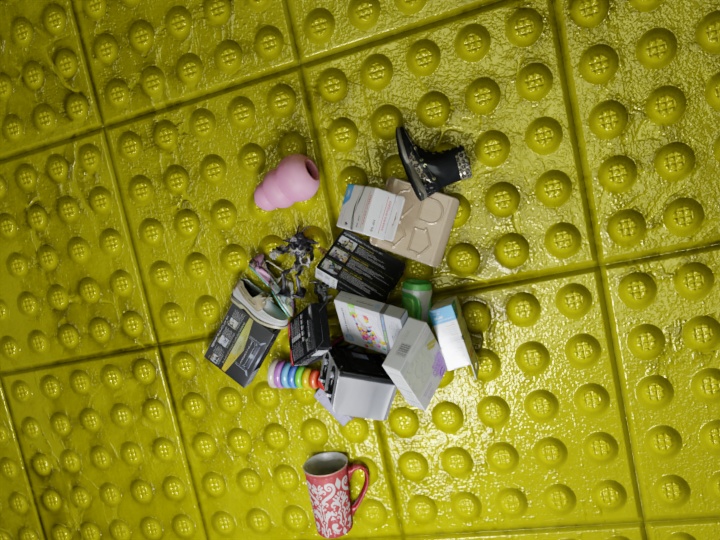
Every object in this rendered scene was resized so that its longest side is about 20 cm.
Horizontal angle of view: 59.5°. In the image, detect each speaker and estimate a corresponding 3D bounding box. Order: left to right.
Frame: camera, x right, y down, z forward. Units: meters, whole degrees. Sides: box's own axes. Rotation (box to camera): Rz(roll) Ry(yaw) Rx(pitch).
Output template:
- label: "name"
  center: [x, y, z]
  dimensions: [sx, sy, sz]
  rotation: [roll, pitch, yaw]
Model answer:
- label: "speaker"
  center: [0.146, 0.130, 1.664]
  dimensions: [0.087, 0.088, 0.205]
  rotation: [5, 101, 15]

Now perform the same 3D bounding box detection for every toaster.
- label: "toaster"
  center: [-0.003, 0.286, 1.630]
  dimensions: [0.196, 0.181, 0.121]
  rotation: [12, 102, -18]

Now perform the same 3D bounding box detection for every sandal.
- label: "sandal"
  center: [-0.068, 0.210, 1.750]
  dimensions: [0.197, 0.075, 0.046]
  rotation: [-22, 84, 21]

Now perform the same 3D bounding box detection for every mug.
- label: "mug"
  center: [-0.067, 0.643, 1.793]
  dimensions: [0.174, 0.133, 0.204]
  rotation: [-4, 102, 19]

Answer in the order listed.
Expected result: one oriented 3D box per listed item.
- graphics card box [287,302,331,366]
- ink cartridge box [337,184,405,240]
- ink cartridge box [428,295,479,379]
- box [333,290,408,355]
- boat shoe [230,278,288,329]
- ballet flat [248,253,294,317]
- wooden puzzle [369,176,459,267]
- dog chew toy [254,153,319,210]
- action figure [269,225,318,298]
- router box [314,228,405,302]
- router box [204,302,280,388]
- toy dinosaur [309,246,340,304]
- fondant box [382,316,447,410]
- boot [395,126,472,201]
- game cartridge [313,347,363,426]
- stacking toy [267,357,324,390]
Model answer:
- label: "graphics card box"
  center: [-0.141, 0.175, 1.696]
  dimensions: [0.050, 0.200, 0.128]
  rotation: [1, 69, -24]
- label: "ink cartridge box"
  center: [0.023, -0.149, 1.585]
  dimensions: [0.066, 0.199, 0.118]
  rotation: [15, 93, -29]
- label: "ink cartridge box"
  center: [0.244, 0.180, 1.627]
  dimensions: [0.066, 0.116, 0.204]
  rotation: [-18, 93, 17]
- label: "box"
  center: [0.036, 0.142, 1.619]
  dimensions: [0.197, 0.041, 0.158]
  rotation: [16, 138, 30]
- label: "boat shoe"
  center: [-0.284, 0.094, 1.782]
  dimensions: [0.198, 0.075, 0.069]
  rotation: [29, 113, 17]
- label: "ballet flat"
  center: [-0.234, 0.035, 1.777]
  dimensions: [0.071, 0.069, 0.201]
  rotation: [-39, 87, -1]
- label: "wooden puzzle"
  center: [0.141, -0.128, 1.647]
  dimensions: [0.196, 0.046, 0.189]
  rotation: [19, 104, 8]
- label: "dog chew toy"
  center: [-0.206, -0.227, 1.695]
  dimensions: [0.198, 0.124, 0.126]
  rotation: [-26, 91, 27]
- label: "action figure"
  center: [-0.179, -0.028, 1.710]
  dimensions: [0.116, 0.102, 0.205]
  rotation: [5, 85, 19]
- label: "router box"
  center: [0.000, 0.000, 1.658]
  dimensions: [0.198, 0.150, 0.051]
  rotation: [30, 151, 9]
- label: "router box"
  center: [-0.346, 0.214, 1.841]
  dimensions: [0.156, 0.052, 0.202]
  rotation: [35, 107, 9]
- label: "toy dinosaur"
  center: [-0.062, 0.033, 1.716]
  dimensions: [0.134, 0.103, 0.202]
  rotation: [-30, 71, -11]
- label: "fondant box"
  center: [0.142, 0.234, 1.568]
  dimensions: [0.057, 0.201, 0.146]
  rotation: [14, 60, 36]
- label: "boot"
  center: [0.181, -0.291, 1.595]
  dimensions: [0.151, 0.074, 0.207]
  rotation: [-20, 73, 0]
- label: "game cartridge"
  center: [-0.027, 0.330, 1.778]
  dimensions: [0.130, 0.038, 0.201]
  rotation: [44, 108, 10]
- label: "stacking toy"
  center: [-0.161, 0.303, 1.776]
  dimensions: [0.196, 0.085, 0.087]
  rotation: [6, 101, 21]
